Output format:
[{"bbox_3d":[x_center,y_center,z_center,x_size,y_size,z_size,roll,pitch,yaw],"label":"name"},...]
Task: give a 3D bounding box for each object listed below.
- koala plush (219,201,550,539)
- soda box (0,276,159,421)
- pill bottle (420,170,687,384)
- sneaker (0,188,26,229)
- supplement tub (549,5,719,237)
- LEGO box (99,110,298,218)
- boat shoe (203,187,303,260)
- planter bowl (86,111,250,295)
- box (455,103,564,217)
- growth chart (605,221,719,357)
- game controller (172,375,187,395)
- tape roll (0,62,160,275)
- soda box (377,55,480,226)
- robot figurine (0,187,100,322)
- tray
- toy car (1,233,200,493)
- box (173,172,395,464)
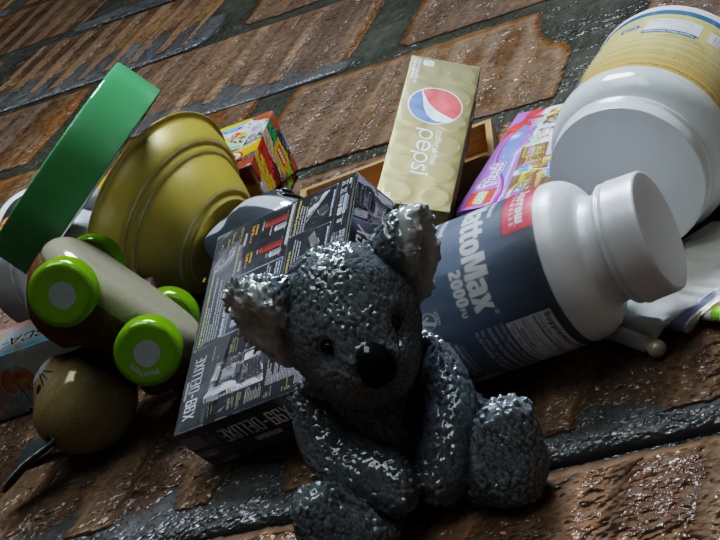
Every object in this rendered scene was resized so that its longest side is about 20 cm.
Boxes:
[{"bbox_3d":[0.004,0.065,1.235,0.177,0.200,0.184,-25,21,0],"label":"koala plush"},{"bbox_3d":[-0.267,0.075,1.683,0.199,0.064,0.068,-19,22,15],"label":"soda box"},{"bbox_3d":[0.126,0.003,1.334,0.200,0.120,0.120,-22,21,25],"label":"pill bottle"},{"bbox_3d":[-0.377,-0.022,2.035,0.090,0.070,0.200,15,42,36],"label":"sneaker"},{"bbox_3d":[0.235,-0.114,1.475,0.144,0.145,0.200,-12,22,28],"label":"supplement tub"},{"bbox_3d":[-0.177,-0.075,1.915,0.199,0.077,0.149,-19,23,14],"label":"LEGO box"},{"bbox_3d":[-0.075,-0.041,1.609,0.066,0.070,0.200,-46,7,-22],"label":"boat shoe"},{"bbox_3d":[-0.158,-0.040,1.724,0.083,0.201,0.200,26,49,29],"label":"planter bowl"},{"bbox_3d":[0.179,-0.096,1.643,0.137,0.039,0.200,-11,25,29],"label":"box"},{"bbox_3d":[0.258,0.003,1.362,0.200,0.018,0.145,-30,23,-15],"label":"growth chart"},{"bbox_3d":[-0.104,0.044,1.614,0.104,0.042,0.200,-17,22,17],"label":"game controller"},{"bbox_3d":[-0.250,-0.088,1.627,0.201,0.048,0.200,-55,8,11],"label":"tape roll"},{"bbox_3d":[0.059,-0.102,1.651,0.068,0.064,0.200,10,47,4],"label":"soda box"},{"bbox_3d":[-0.293,-0.002,1.790,0.200,0.113,0.170,-5,68,65],"label":"robot figurine"},{"bbox_3d":[0.038,-0.078,1.756,0.199,0.037,0.099,-19,22,10],"label":"tray"},{"bbox_3d":[-0.239,0.089,1.530,0.200,0.158,0.164,-55,4,8],"label":"toy car"},{"bbox_3d":[-0.058,0.038,1.433,0.157,0.050,0.200,-24,43,35],"label":"box"}]
